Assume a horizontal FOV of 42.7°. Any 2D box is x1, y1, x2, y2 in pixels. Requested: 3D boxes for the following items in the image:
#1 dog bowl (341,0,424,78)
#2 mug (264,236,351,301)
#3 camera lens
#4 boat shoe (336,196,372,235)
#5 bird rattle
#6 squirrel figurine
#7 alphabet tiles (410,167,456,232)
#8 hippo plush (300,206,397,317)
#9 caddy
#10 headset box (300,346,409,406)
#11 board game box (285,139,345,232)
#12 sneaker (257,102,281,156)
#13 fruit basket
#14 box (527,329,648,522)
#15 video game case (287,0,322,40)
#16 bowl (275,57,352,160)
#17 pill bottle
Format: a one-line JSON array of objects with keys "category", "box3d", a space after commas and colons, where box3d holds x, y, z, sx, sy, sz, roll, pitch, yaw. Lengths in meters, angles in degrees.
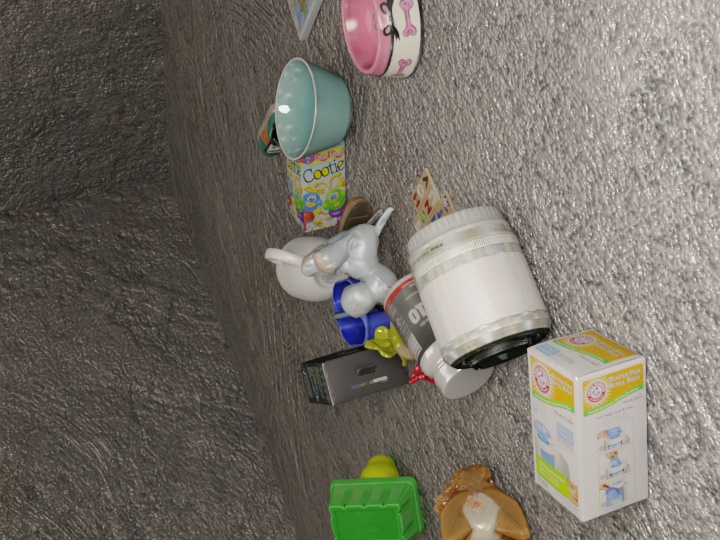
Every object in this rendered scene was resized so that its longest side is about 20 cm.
[{"category": "dog bowl", "box3d": [0.030, -0.413, 1.522, 0.200, 0.074, 0.201, 166, 90, -72]}, {"category": "mug", "box3d": [-0.117, -0.010, 2.049, 0.175, 0.200, 0.148, 8, 79, 68]}, {"category": "camera lens", "box3d": [0.166, 0.030, 1.300, 0.160, 0.160, 0.200, 121, 133, -65]}, {"category": "boat shoe", "box3d": [-0.022, -0.084, 1.906, 0.200, 0.072, 0.068, 98, 152, -46]}, {"category": "bird rattle", "box3d": [0.094, 0.117, 1.679, 0.200, 0.112, 0.163, -159, 75, -65]}, {"category": "squirrel figurine", "box3d": [0.203, 0.445, 1.580, 0.200, 0.141, 0.187, -104, 2, -51]}, {"category": "alphabet tiles", "box3d": [0.135, -0.066, 1.566, 0.167, 0.008, 0.200, 114, 138, -62]}, {"category": "hippo plush", "box3d": [0.000, 0.000, 1.790, 0.161, 0.200, 0.159, 59, 167, -7]}, {"category": "caddy", "box3d": [-0.003, 0.083, 1.913, 0.200, 0.105, 0.142, 160, 95, -71]}, {"category": "headset box", "box3d": [-0.014, 0.216, 1.932, 0.200, 0.174, 0.093, 162, 93, -72]}, {"category": "board game box", "box3d": [-0.097, -0.202, 1.993, 0.105, 0.103, 0.200, -128, 30, -50]}, {"category": "sneaker", "box3d": [-0.208, -0.329, 2.280, 0.200, 0.071, 0.080, 117, 141, -61]}, {"category": "fruit basket", "box3d": [0.037, 0.506, 2.028, 0.216, 0.215, 0.156, -163, 62, -69]}, {"category": "box", "box3d": [0.285, 0.190, 1.156, 0.112, 0.101, 0.200, -144, 44, -62]}, {"category": "video game case", "box3d": [-0.125, -0.609, 1.917, 0.200, 0.022, 0.182, 133, 121, -68]}, {"category": "bowl", "box3d": [-0.087, -0.320, 1.841, 0.201, 0.105, 0.201, 8, 99, 61]}, {"category": "pill bottle", "box3d": [0.130, 0.105, 1.524, 0.200, 0.114, 0.114, 57, 154, 35]}]
